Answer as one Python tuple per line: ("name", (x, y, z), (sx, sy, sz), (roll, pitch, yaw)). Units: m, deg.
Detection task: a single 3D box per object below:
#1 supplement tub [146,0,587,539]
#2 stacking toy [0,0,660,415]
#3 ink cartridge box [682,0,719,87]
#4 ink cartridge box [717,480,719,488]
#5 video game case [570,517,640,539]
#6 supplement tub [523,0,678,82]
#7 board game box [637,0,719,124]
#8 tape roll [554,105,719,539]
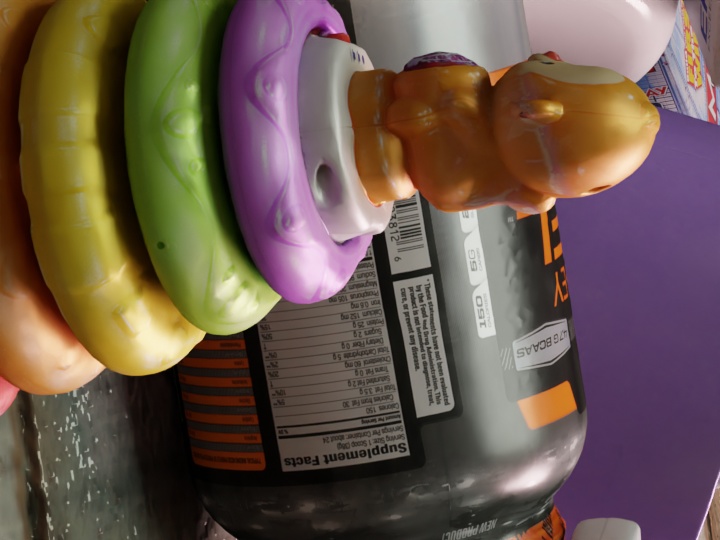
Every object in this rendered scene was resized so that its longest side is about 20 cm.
("supplement tub", (0.000, 0.000, 0.889), (0.123, 0.122, 0.200), (-34, 115, -72))
("stacking toy", (-0.034, -0.023, 0.641), (0.116, 0.200, 0.110), (20, 64, -71))
("ink cartridge box", (0.127, -0.189, 1.007), (0.200, 0.043, 0.196), (-99, -172, -63))
("ink cartridge box", (0.183, 0.052, 1.351), (0.116, 0.200, 0.067), (-37, 117, -72))
("video game case", (0.057, 0.197, 0.840), (0.200, 0.023, 0.182), (-60, 148, -61))
("supplement tub", (0.035, -0.164, 1.037), (0.145, 0.145, 0.200), (49, 37, -63))
("board game box", (0.113, -0.110, 1.235), (0.200, 0.062, 0.200), (37, 48, -70))
("tape roll", (0.090, 0.037, 1.105), (0.200, 0.085, 0.200), (17, 90, -88))
